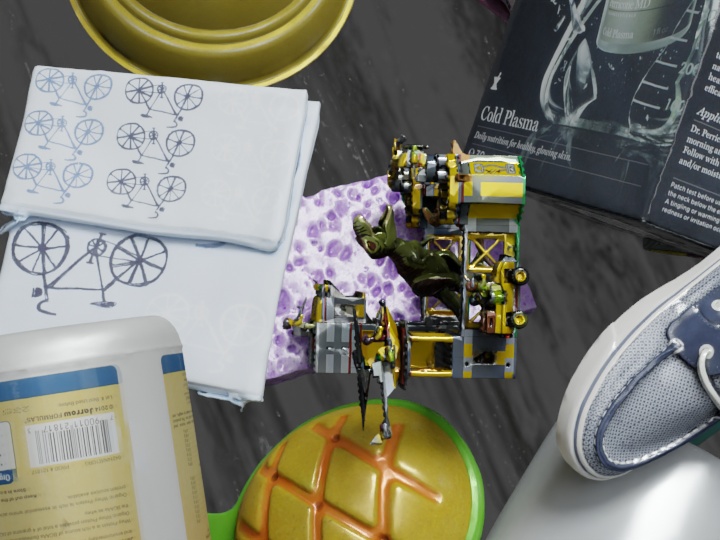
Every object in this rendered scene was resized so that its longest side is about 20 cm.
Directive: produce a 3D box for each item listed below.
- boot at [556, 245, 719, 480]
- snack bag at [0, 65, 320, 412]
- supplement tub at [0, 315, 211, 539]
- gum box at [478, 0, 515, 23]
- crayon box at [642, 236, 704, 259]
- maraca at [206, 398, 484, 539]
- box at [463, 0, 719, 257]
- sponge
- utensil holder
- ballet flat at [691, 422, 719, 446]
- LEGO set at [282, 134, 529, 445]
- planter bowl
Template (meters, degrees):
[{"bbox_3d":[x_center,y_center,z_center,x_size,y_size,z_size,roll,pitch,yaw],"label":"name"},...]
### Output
[{"bbox_3d":[0.190,0.038,0.673,0.200,0.090,0.073,-44,117,-5],"label":"boot"},{"bbox_3d":[-0.133,-0.025,0.835,0.188,0.021,0.200,8,75,10],"label":"snack bag"},{"bbox_3d":[-0.155,0.132,0.736,0.145,0.145,0.200,-8,87,-9],"label":"supplement tub"},{"bbox_3d":[0.145,-0.251,0.936,0.113,0.066,0.200,39,73,7],"label":"gum box"},{"bbox_3d":[0.294,-0.089,0.912,0.200,0.058,0.173,7,73,-5],"label":"crayon box"},{"bbox_3d":[-0.022,0.154,0.780,0.200,0.107,0.137,-33,57,8],"label":"maraca"},{"bbox_3d":[0.180,-0.119,0.793,0.124,0.200,0.197,18,93,-28],"label":"box"},{"bbox_3d":[0.000,0.000,0.864,0.200,0.030,0.112,-14,76,-11],"label":"sponge"},{"bbox_3d":[0.131,0.202,0.750,0.170,0.170,0.200,32,71,3],"label":"utensil holder"},{"bbox_3d":[0.235,0.060,0.863,0.200,0.071,0.071,-24,78,-15],"label":"ballet flat"},{"bbox_3d":[0.016,0.000,0.762,0.116,0.200,0.154,1,99,-6],"label":"LEGO set"},{"bbox_3d":[-0.096,-0.222,0.890,0.200,0.083,0.201,2,73,-6],"label":"planter bowl"}]
